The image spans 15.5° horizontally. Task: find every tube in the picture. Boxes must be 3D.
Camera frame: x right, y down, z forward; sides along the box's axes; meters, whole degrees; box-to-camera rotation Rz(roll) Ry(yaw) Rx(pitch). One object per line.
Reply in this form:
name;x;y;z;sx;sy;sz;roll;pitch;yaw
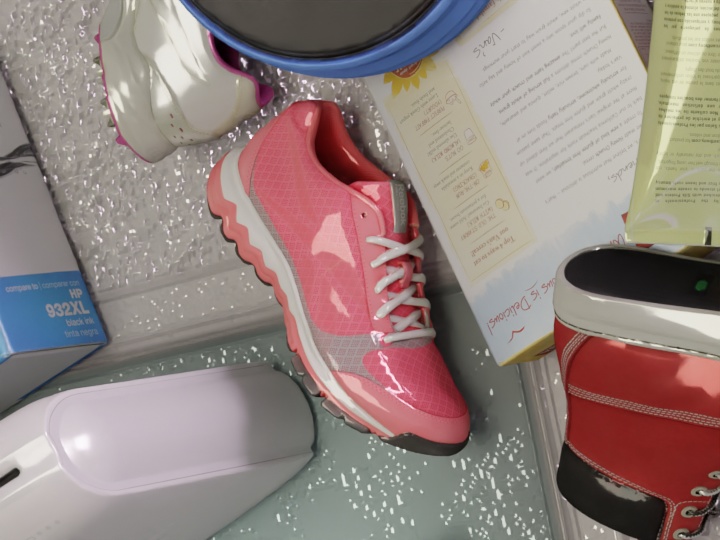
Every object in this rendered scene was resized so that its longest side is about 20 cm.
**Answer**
tube;0.156;-0.109;1.158;0.058;0.052;0.201;8;100;52

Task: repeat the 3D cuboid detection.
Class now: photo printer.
photo printer;-0.141;0.114;1.340;0.166;0.200;0.070;-36;72;34

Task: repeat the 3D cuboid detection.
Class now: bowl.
bowl;-0.019;-0.189;1.239;0.200;0.039;0.201;5;101;24

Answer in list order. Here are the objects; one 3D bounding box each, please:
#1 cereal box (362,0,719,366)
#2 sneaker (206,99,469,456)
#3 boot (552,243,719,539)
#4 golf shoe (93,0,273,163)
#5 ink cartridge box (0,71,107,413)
cereal box;0.083;-0.074;1.247;0.144;0.039;0.200;-34;74;34
sneaker;0.000;0.000;1.300;0.087;0.074;0.200;-47;66;30
boot;0.182;0.075;1.177;0.199;0.072;0.145;11;121;24
golf shoe;-0.097;-0.160;1.374;0.091;0.075;0.201;-12;85;18
ink cartridge box;-0.248;-0.016;1.486;0.145;0.084;0.201;-32;75;36
